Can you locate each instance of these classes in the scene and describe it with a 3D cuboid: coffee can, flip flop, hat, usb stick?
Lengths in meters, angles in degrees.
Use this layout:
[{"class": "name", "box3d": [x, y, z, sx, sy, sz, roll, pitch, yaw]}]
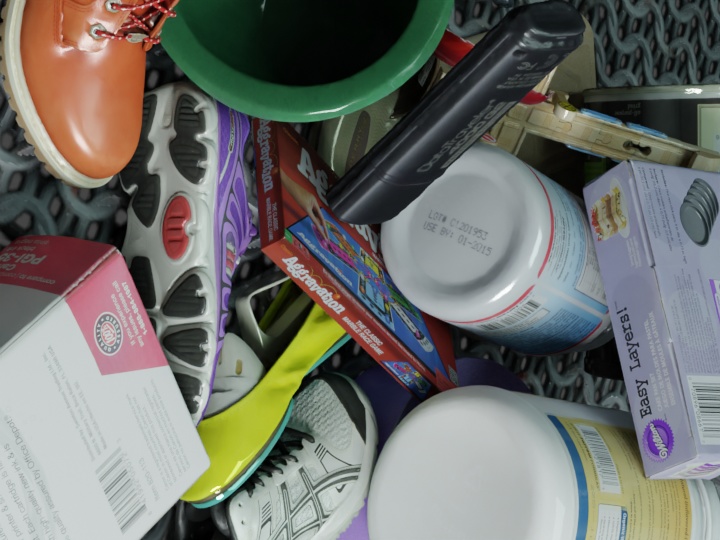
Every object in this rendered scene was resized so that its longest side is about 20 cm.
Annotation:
[{"class": "coffee can", "box3d": [0.229, -0.028, 1.331, 0.146, 0.146, 0.200, -5, 95, -51]}, {"class": "flip flop", "box3d": [0.019, -0.129, 1.180, 0.081, 0.058, 0.200, 28, 74, -50]}, {"class": "hat", "box3d": [-0.016, -0.132, 1.107, 0.166, 0.200, 0.176, -49, 166, -8]}, {"class": "usb stick", "box3d": [0.048, -0.083, 1.042, 0.055, 0.200, 0.033, -8, 67, -38]}]

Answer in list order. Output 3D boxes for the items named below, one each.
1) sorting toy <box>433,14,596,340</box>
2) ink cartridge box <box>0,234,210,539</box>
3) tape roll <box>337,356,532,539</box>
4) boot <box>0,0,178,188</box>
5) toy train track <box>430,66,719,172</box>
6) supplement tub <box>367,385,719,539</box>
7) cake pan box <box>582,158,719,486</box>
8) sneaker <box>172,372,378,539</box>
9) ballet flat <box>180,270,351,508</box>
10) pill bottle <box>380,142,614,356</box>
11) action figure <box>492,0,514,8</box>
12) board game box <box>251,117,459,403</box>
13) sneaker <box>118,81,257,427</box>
[{"class": "sorting toy", "box3d": [0.109, -0.070, 1.328, 0.185, 0.036, 0.200, -23, 109, -47]}, {"class": "ink cartridge box", "box3d": [-0.184, 0.097, 0.944, 0.200, 0.083, 0.147, -45, 129, -38]}, {"class": "tape roll", "box3d": [0.052, 0.157, 1.239, 0.200, 0.066, 0.200, 8, 80, -50]}, {"class": "boot", "box3d": [-0.124, -0.137, 0.963, 0.075, 0.107, 0.200, -17, 111, -51]}, {"class": "toy train track", "box3d": [0.140, -0.086, 1.209, 0.200, 0.033, 0.115, 15, 117, -17]}, {"class": "supplement tub", "box3d": [0.116, 0.150, 1.154, 0.200, 0.145, 0.145, 14, 85, -48]}, {"class": "cake pan box", "box3d": [0.236, 0.036, 1.174, 0.184, 0.052, 0.200, 2, 67, -35]}, {"class": "sneaker", "box3d": [-0.058, 0.136, 1.115, 0.088, 0.076, 0.200, 51, 57, -43]}, {"class": "ballet flat", "box3d": [-0.061, 0.052, 1.114, 0.200, 0.067, 0.067, -50, 118, -41]}, {"class": "pill bottle", "box3d": [0.102, -0.005, 1.199, 0.200, 0.109, 0.109, 25, 76, -60]}, {"class": "action figure", "box3d": [0.145, -0.282, 1.281, 0.193, 0.105, 0.200, -29, 120, -56]}, {"class": "board game box", "box3d": [0.000, 0.000, 1.130, 0.200, 0.019, 0.103, 45, 27, -42]}, {"class": "sneaker", "box3d": [-0.089, -0.002, 1.054, 0.083, 0.081, 0.200, 10, 87, -57]}]
